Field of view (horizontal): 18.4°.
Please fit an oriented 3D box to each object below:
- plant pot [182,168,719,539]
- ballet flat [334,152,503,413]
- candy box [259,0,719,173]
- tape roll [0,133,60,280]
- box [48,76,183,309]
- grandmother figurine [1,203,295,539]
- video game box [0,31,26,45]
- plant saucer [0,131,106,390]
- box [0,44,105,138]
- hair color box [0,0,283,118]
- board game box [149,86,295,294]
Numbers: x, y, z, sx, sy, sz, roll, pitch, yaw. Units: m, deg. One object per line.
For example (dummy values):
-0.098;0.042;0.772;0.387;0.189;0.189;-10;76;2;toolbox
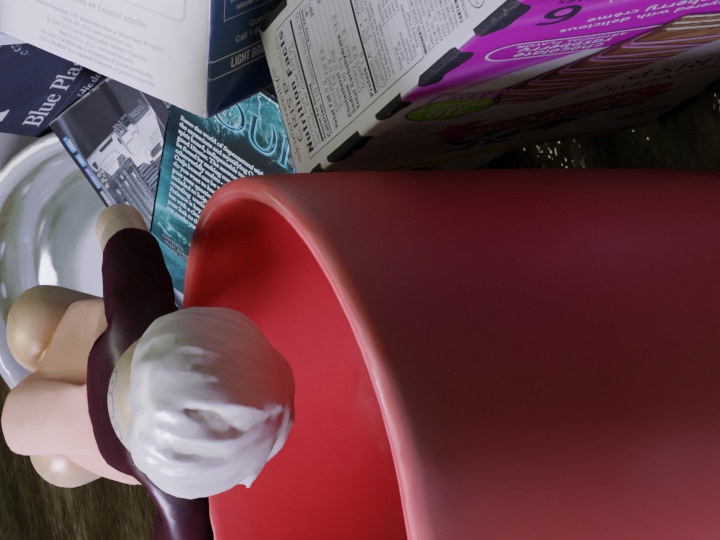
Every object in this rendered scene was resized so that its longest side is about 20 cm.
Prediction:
0.058;0.054;0.682;0.200;0.176;0.202;169;90;-70;plant pot
0.031;-0.041;0.790;0.069;0.071;0.201;40;-128;-52;ballet flat
0.063;-0.085;0.656;0.200;0.136;0.061;147;110;-69;candy box
-0.187;-0.064;1.290;0.203;0.138;0.204;174;90;-78;tape roll
-0.056;-0.011;1.038;0.201;0.050;0.158;57;161;-7;box
-0.068;0.041;0.681;0.122;0.060;0.200;71;162;-2;grandmother figurine
-0.064;-0.177;0.859;0.047;0.199;0.183;-113;23;-46;video game box
-0.110;0.010;1.178;0.050;0.199;0.201;-49;-39;-60;plant saucer
-0.182;-0.175;1.082;0.197;0.199;0.118;-48;52;35;box
-0.065;-0.162;0.719;0.100;0.060;0.201;24;126;29;hair color box
0.000;0.000;0.890;0.200;0.028;0.136;36;138;20;board game box
